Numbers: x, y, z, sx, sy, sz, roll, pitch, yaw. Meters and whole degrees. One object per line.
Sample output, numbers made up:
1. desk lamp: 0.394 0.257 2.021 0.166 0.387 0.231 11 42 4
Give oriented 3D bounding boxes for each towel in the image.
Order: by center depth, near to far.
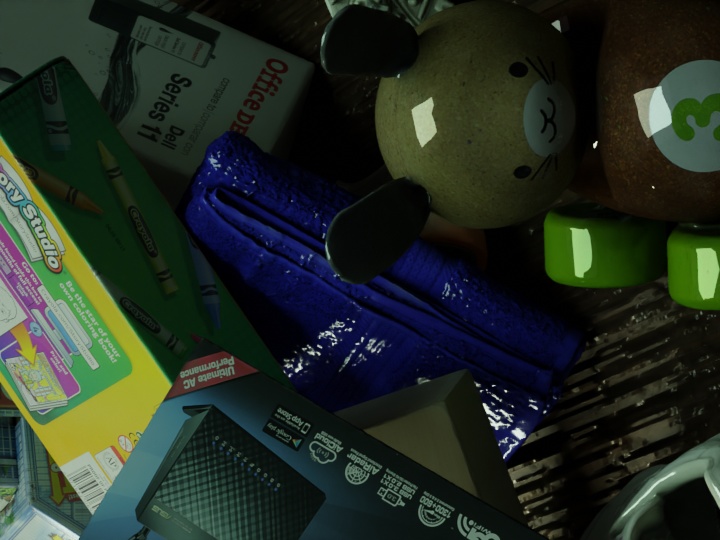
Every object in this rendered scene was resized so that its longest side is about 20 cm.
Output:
1. towel: -0.010 0.034 1.268 0.199 0.050 0.148 30 133 -3

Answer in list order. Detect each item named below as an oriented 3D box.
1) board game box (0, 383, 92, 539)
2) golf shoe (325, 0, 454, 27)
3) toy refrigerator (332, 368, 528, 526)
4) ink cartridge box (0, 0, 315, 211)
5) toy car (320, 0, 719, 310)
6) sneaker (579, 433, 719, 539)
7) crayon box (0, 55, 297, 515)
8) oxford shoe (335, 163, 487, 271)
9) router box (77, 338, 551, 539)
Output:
1. board game box: -0.178 0.068 1.368 0.062 0.199 0.201 135 132 -55
2. golf shoe: -0.001 -0.193 1.301 0.097 0.078 0.202 153 111 -71
3. toy refrigerator: 0.046 0.154 1.218 0.075 0.070 0.201 -19 97 16
4. ink cartridge box: -0.138 -0.079 1.364 0.199 0.147 0.083 23 126 0
5. toy car: 0.069 -0.063 1.099 0.157 0.199 0.166 10 106 54
6. sneaker: 0.127 0.115 1.144 0.075 0.099 0.200 61 142 16
7. crayon box: -0.126 0.015 1.250 0.119 0.058 0.201 -29 97 50
8. oxford shoe: 0.000 0.000 1.344 0.200 0.071 0.073 -38 47 47
9. router box: -0.021 0.141 1.124 0.199 0.062 0.150 28 83 22
